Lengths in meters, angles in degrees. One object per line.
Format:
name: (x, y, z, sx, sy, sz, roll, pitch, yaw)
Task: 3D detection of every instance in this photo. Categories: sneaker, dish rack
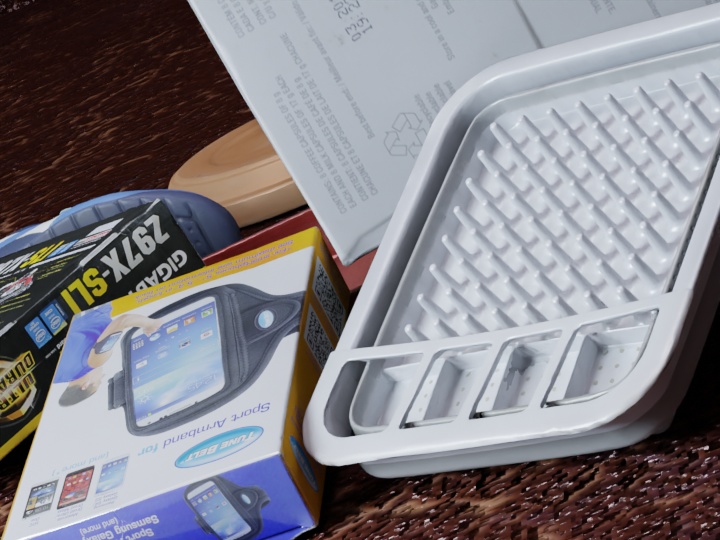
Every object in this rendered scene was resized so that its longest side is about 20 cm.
sneaker: (-0.150, -0.002, 1.413, 0.199, 0.074, 0.082, -17, 13, 22)
dish rack: (0.077, -0.005, 0.970, 0.171, 0.044, 0.201, -12, 44, 43)

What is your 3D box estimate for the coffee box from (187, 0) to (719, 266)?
coffee box: (0.027, -0.143, 1.154, 0.199, 0.200, 0.198, -29, 7, 1)

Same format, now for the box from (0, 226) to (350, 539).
box: (-0.070, 0.061, 1.031, 0.118, 0.042, 0.200, -20, 24, 14)

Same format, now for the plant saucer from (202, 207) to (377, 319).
plant saucer: (0.000, 0.000, 1.226, 0.199, 0.037, 0.200, -24, 13, -5)

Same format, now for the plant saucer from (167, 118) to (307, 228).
plant saucer: (-0.035, -0.077, 1.591, 0.199, 0.032, 0.200, -22, 13, 5)

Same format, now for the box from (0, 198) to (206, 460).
box: (-0.186, 0.045, 1.260, 0.160, 0.049, 0.200, -42, 15, -35)
